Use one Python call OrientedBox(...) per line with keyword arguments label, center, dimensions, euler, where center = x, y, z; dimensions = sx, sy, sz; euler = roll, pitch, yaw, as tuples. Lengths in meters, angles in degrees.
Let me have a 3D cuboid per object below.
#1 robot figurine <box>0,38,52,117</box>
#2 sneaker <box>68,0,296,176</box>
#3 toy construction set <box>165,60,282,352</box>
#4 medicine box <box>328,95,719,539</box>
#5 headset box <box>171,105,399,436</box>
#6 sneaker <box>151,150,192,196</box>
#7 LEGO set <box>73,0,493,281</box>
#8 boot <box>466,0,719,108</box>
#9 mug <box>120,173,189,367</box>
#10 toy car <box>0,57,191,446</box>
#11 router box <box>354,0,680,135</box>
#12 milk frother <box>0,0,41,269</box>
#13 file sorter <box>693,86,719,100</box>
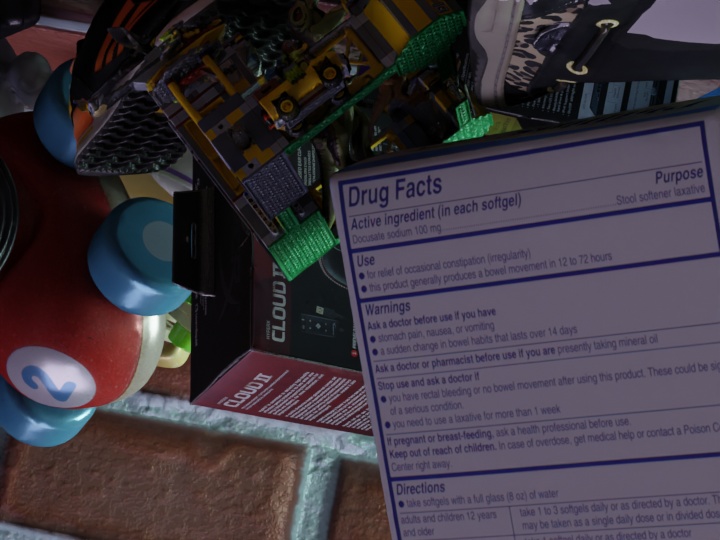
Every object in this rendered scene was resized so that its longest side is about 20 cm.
OrientedBox(label="robot figurine", center=(-0.264, -0.112, 1.314), dimensions=(0.169, 0.114, 0.200), euler=(-5, 175, 2))
OrientedBox(label="sneaker", center=(-0.097, -0.124, 1.093), dimensions=(0.070, 0.090, 0.200), euler=(-2, 157, -32))
OrientedBox(label="toy construction set", center=(-0.080, -0.032, 1.250), dimensions=(0.131, 0.201, 0.092), euler=(35, -158, 13))
OrientedBox(label="medicine box", center=(0.102, 0.037, 0.918), dimensions=(0.181, 0.201, 0.103), euler=(-8, -176, 33))
OrientedBox(label="headset box", center=(0.000, 0.000, 1.097), dimensions=(0.199, 0.149, 0.075), euler=(12, 151, -26))
OrientedBox(label="sneaker", center=(-0.046, -0.067, 1.368), dimensions=(0.200, 0.115, 0.073), euler=(12, 174, -33))
OrientedBox(label="LEGO set", center=(-0.030, -0.092, 0.970), dimensions=(0.116, 0.154, 0.200), euler=(52, -175, 16))
OrientedBox(label="boot", center=(0.122, -0.098, 0.865), dimensions=(0.153, 0.074, 0.204), euler=(8, 175, 7))
OrientedBox(label="mug", center=(-0.127, -0.052, 1.466), dimensions=(0.152, 0.187, 0.150), euler=(18, 135, 15))
OrientedBox(label="toy car", center=(-0.220, -0.001, 1.199), dimensions=(0.199, 0.178, 0.184), euler=(-7, 153, -36))
OrientedBox(label="router box", center=(0.077, -0.091, 1.157), dimensions=(0.156, 0.053, 0.200), euler=(11, 176, 0))
OrientedBox(label="milk frother", center=(-0.264, -0.084, 1.109), dimensions=(0.180, 0.201, 0.188), euler=(15, 174, -25))
OrientedBox(label="file sorter", center=(0.217, -0.014, 1.005), dimensions=(0.138, 0.123, 0.200), euler=(11, 157, -32))
